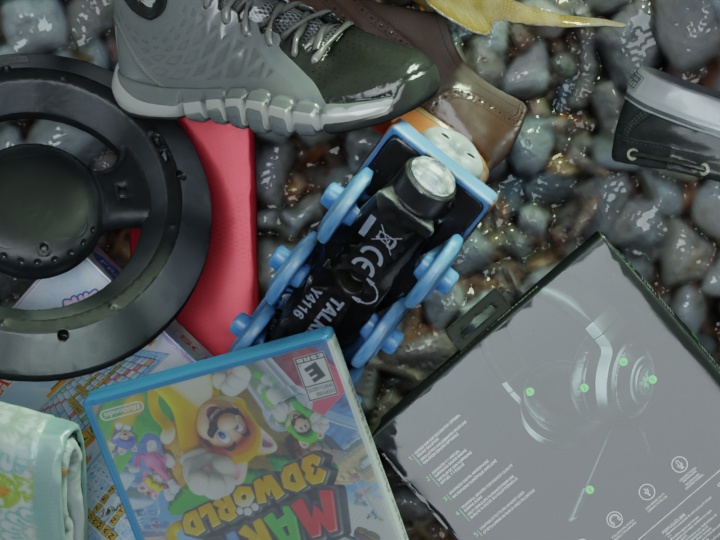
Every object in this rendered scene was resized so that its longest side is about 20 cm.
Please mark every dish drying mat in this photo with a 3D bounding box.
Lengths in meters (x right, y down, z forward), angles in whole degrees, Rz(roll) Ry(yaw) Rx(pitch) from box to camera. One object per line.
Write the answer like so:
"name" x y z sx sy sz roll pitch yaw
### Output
"dish drying mat" -0.096 -0.027 1.352 0.076 0.018 0.201 -1 94 8

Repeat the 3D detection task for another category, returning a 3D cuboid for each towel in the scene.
"towel" -0.232 0.146 1.273 0.170 0.048 0.201 10 126 9

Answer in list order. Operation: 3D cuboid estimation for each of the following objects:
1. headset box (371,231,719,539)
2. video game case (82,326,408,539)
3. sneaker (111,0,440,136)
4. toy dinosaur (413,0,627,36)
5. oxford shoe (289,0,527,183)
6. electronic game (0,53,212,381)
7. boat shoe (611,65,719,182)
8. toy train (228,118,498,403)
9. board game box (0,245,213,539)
"headset box" 0.125 0.098 1.304 0.174 0.093 0.200 -42 89 5
"video game case" -0.050 0.140 1.257 0.143 0.018 0.201 -15 107 14
"sneaker" -0.056 -0.138 1.244 0.199 0.075 0.116 4 115 28
"toy dinosaur" 0.048 -0.160 1.301 0.058 0.200 0.101 -56 46 23
"oxford shoe" 0.005 -0.126 1.324 0.200 0.071 0.073 41 73 -1
"electronic game" -0.182 -0.032 1.295 0.199 0.042 0.201 4 64 -8
"boat shoe" 0.236 -0.053 1.307 0.199 0.069 0.057 23 102 8
"toy train" 0.000 0.000 1.268 0.087 0.114 0.200 36 126 -1
"board game box" -0.155 0.120 1.342 0.199 0.041 0.200 44 99 2
